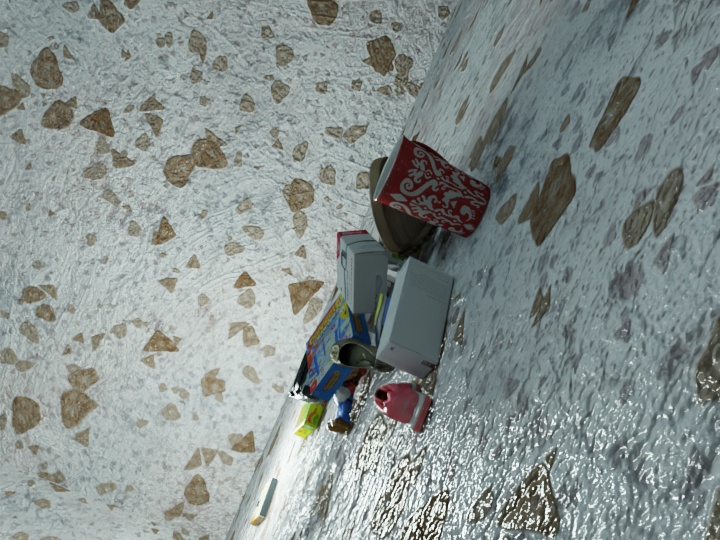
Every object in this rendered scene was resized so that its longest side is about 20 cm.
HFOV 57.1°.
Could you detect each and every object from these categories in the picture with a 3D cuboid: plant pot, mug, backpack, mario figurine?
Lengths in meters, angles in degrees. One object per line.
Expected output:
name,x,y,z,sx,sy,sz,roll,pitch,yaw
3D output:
plant pot,0.094,-0.146,1.400,0.200,0.091,0.207,-9,-90,-68
mug,0.146,-0.174,1.279,0.133,0.196,0.181,132,161,-69
backpack,-0.117,0.296,1.995,0.177,0.147,0.205,138,147,-68
mario figurine,-0.054,0.299,1.670,0.121,0.106,0.204,-12,55,38

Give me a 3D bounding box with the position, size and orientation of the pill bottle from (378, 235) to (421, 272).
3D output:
pill bottle,0.109,-0.103,1.632,0.111,0.109,0.205,151,137,-79

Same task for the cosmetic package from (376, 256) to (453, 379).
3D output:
cosmetic package,0.102,0.084,1.210,0.074,0.100,0.203,122,170,-51

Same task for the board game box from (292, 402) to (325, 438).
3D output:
board game box,-0.174,0.493,2.224,0.200,0.047,0.103,126,165,-62

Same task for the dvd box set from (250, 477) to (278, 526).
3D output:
dvd box set,-0.370,0.889,2.537,0.201,0.029,0.149,122,168,-57

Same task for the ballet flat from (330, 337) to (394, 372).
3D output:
ballet flat,-0.003,0.191,1.464,0.197,0.046,0.069,7,94,45

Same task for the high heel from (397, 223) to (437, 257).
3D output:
high heel,0.143,-0.105,1.483,0.143,0.071,0.200,-52,-6,-19

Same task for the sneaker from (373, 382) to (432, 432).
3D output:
sneaker,0.061,0.218,1.143,0.200,0.085,0.075,152,143,-79

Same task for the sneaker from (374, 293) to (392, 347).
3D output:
sneaker,0.074,0.123,1.439,0.201,0.080,0.076,84,-165,-63

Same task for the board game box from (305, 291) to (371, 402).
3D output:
board game box,-0.060,0.183,1.642,0.202,0.055,0.197,-55,25,22

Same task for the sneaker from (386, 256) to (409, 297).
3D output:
sneaker,0.100,0.049,1.484,0.200,0.072,0.118,-56,-10,-74

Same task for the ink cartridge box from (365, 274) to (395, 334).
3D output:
ink cartridge box,0.051,0.090,1.701,0.201,0.066,0.118,-90,23,-72

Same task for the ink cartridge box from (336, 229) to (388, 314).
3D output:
ink cartridge box,0.000,0.000,1.575,0.200,0.081,0.149,-127,36,-69
